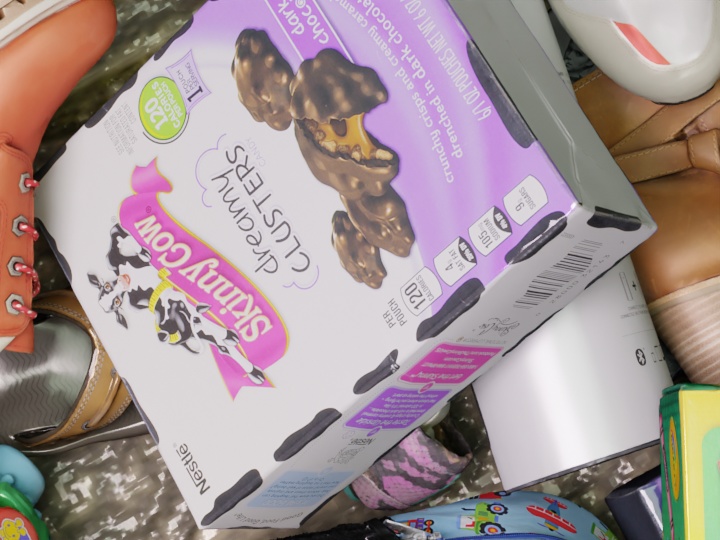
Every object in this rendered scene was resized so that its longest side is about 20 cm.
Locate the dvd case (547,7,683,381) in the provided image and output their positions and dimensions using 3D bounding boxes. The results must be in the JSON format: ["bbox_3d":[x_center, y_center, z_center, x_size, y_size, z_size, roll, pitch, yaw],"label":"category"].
[{"bbox_3d":[0.146,-0.072,1.009,0.150,0.025,0.200,43,83,5],"label":"dvd case"}]

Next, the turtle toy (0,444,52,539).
[{"bbox_3d":[-0.178,0.123,0.897,0.144,0.200,0.102,4,108,-8],"label":"turtle toy"}]

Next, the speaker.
[{"bbox_3d":[0.066,-0.017,0.936,0.081,0.081,0.202,-18,84,-3],"label":"speaker"}]

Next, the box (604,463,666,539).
[{"bbox_3d":[0.223,0.109,0.944,0.199,0.104,0.149,-29,84,-5],"label":"box"}]

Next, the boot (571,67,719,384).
[{"bbox_3d":[0.192,-0.049,0.965,0.199,0.077,0.156,-28,80,3],"label":"boot"}]

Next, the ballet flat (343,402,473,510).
[{"bbox_3d":[0.000,0.000,0.971,0.071,0.069,0.202,-21,85,21],"label":"ballet flat"}]

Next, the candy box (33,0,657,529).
[{"bbox_3d":[-0.014,-0.024,0.884,0.200,0.071,0.168,-42,66,22],"label":"candy box"}]

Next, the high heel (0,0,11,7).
[{"bbox_3d":[-0.164,-0.104,0.992,0.095,0.067,0.201,28,71,12],"label":"high heel"}]

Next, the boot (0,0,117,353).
[{"bbox_3d":[-0.148,-0.026,0.892,0.107,0.075,0.200,42,89,-5],"label":"boot"}]

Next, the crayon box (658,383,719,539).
[{"bbox_3d":[0.176,0.142,0.857,0.118,0.058,0.202,-1,83,-1],"label":"crayon box"}]

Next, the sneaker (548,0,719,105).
[{"bbox_3d":[0.094,-0.158,0.895,0.070,0.093,0.201,-18,97,4],"label":"sneaker"}]

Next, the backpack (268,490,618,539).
[{"bbox_3d":[0.039,0.184,0.909,0.198,0.134,0.184,-12,95,-13],"label":"backpack"}]

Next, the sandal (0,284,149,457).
[{"bbox_3d":[-0.128,0.035,0.976,0.198,0.055,0.082,-14,82,-2],"label":"sandal"}]
